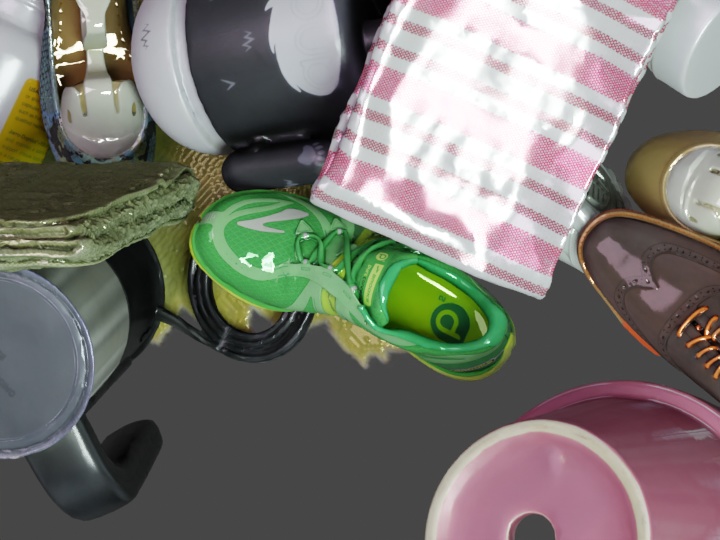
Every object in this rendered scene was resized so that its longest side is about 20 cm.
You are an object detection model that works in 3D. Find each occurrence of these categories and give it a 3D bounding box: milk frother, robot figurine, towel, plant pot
[{"bbox_3d":[-0.142,0.025,1.681,0.181,0.188,0.200,45,105,-4],"label":"milk frother"},{"bbox_3d":[-0.039,-0.135,1.701,0.200,0.150,0.125,-9,117,24],"label":"robot figurine"},{"bbox_3d":[0.073,-0.096,1.558,0.146,0.030,0.200,22,104,-4],"label":"towel"},{"bbox_3d":[0.127,0.153,1.539,0.200,0.179,0.200,-4,80,24],"label":"plant pot"},{"bbox_3d":[-0.186,-0.030,1.611,0.148,0.200,0.036,1,104,17],"label":"towel"}]

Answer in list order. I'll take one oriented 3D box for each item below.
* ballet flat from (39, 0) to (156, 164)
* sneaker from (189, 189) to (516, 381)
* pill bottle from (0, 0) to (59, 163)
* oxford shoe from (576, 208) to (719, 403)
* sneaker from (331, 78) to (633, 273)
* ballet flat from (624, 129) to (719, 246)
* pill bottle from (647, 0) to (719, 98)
[{"bbox_3d":[-0.164,-0.133,1.736,0.074,0.074,0.200,-4,100,25],"label":"ballet flat"},{"bbox_3d":[0.000,0.000,1.644,0.200,0.084,0.074,20,76,-1],"label":"sneaker"},{"bbox_3d":[-0.245,-0.100,1.800,0.104,0.104,0.200,27,92,27],"label":"pill bottle"},{"bbox_3d":[0.201,0.035,1.557,0.200,0.073,0.071,38,98,9],"label":"oxford shoe"},{"bbox_3d":[0.071,-0.047,1.636,0.200,0.078,0.099,37,120,-7],"label":"sneaker"},{"bbox_3d":[0.230,-0.034,1.587,0.200,0.063,0.069,24,91,27],"label":"ballet flat"},{"bbox_3d":[0.137,-0.187,1.630,0.200,0.112,0.112,38,98,23],"label":"pill bottle"}]
